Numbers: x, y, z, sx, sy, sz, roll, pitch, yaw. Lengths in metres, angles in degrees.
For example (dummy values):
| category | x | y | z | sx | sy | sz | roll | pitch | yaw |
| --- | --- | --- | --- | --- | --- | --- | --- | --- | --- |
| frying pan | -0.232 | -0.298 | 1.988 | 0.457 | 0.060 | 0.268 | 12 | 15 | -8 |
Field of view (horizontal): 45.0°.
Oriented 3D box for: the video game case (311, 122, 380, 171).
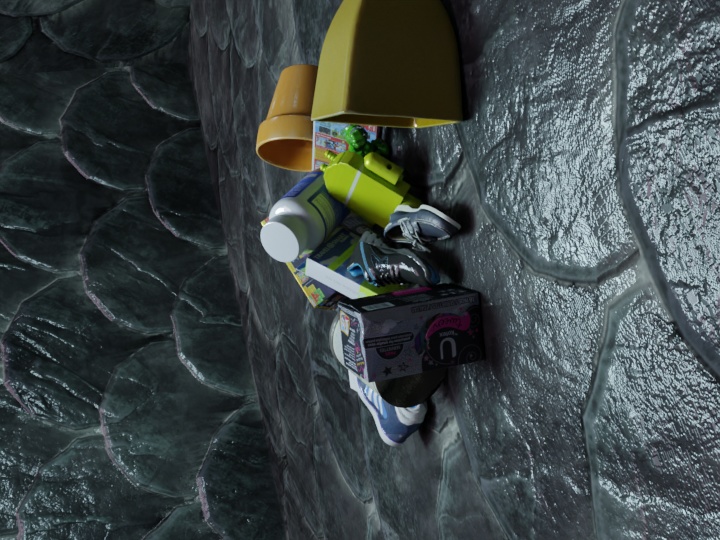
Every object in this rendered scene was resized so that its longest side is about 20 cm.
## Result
| category | x | y | z | sx | sy | sz | roll | pitch | yaw |
| --- | --- | --- | --- | --- | --- | --- | --- | --- | --- |
| video game case | -0.032 | -0.227 | 1.751 | 0.142 | 0.017 | 0.202 | 19 | 129 | 20 |

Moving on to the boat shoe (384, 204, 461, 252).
| category | x | y | z | sx | sy | sz | roll | pitch | yaw |
| --- | --- | --- | --- | --- | --- | --- | --- | --- | --- |
| boat shoe | 0.095 | -0.069 | 1.427 | 0.062 | 0.075 | 0.200 | -55 | 26 | -10 |

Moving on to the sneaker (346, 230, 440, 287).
| category | x | y | z | sx | sy | sz | roll | pitch | yaw |
| --- | --- | --- | --- | --- | --- | --- | --- | --- | --- |
| sneaker | 0.056 | 0.001 | 1.480 | 0.199 | 0.082 | 0.073 | 25 | 166 | 49 |

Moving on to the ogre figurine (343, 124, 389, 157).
| category | x | y | z | sx | sy | sz | roll | pitch | yaw |
| --- | --- | --- | --- | --- | --- | --- | --- | --- | --- |
| ogre figurine | 0.011 | -0.201 | 1.632 | 0.200 | 0.098 | 0.120 | 41 | -162 | -40 |

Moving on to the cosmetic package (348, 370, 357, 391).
| category | x | y | z | sx | sy | sz | roll | pitch | yaw |
| --- | --- | --- | --- | --- | --- | --- | --- | --- | --- |
| cosmetic package | 0.000 | 0.166 | 1.930 | 0.082 | 0.050 | 0.202 | -168 | 70 | -74 |

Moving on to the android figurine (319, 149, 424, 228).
| category | x | y | z | sx | sy | sz | roll | pitch | yaw |
| --- | --- | --- | --- | --- | --- | --- | --- | --- | --- |
| android figurine | 0.016 | -0.144 | 1.546 | 0.041 | 0.199 | 0.182 | -57 | -4 | -27 |

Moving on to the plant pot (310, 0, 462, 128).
| category | x | y | z | sx | sy | sz | roll | pitch | yaw |
| --- | --- | --- | --- | --- | --- | --- | --- | --- | --- |
| plant pot | 0.040 | -0.332 | 1.353 | 0.194 | 0.193 | 0.202 | -162 | 73 | -71 |

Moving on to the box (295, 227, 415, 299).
| category | x | y | z | sx | sy | sz | roll | pitch | yaw |
| --- | --- | --- | --- | --- | --- | --- | --- | --- | --- |
| box | -0.005 | -0.004 | 1.593 | 0.199 | 0.122 | 0.048 | 27 | 133 | 21 |

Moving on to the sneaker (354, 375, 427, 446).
| category | x | y | z | sx | sy | sz | roll | pitch | yaw |
| --- | --- | --- | --- | --- | --- | --- | --- | --- | --- |
| sneaker | 0.067 | 0.223 | 1.686 | 0.147 | 0.080 | 0.201 | -59 | 43 | 38 |

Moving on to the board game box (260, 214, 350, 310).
| category | x | y | z | sx | sy | sz | roll | pitch | yaw |
| --- | --- | --- | --- | --- | --- | --- | --- | --- | --- |
| board game box | -0.103 | -0.020 | 1.731 | 0.201 | 0.056 | 0.165 | 57 | -174 | 9 |

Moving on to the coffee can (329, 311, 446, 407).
| category | x | y | z | sx | sy | sz | roll | pitch | yaw |
| --- | --- | --- | --- | --- | --- | --- | --- | --- | --- |
| coffee can | 0.046 | 0.144 | 1.578 | 0.200 | 0.145 | 0.148 | -150 | 54 | -62 |

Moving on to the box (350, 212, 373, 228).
| category | x | y | z | sx | sy | sz | roll | pitch | yaw |
| --- | --- | --- | --- | --- | --- | --- | --- | --- | --- |
| box | -0.018 | -0.043 | 1.887 | 0.201 | 0.050 | 0.076 | 101 | 153 | -44 |

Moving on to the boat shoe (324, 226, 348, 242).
| category | x | y | z | sx | sy | sz | roll | pitch | yaw |
| --- | --- | --- | --- | --- | --- | --- | --- | --- | --- |
| boat shoe | 0.000 | -0.002 | 1.687 | 0.201 | 0.063 | 0.073 | 47 | 138 | 14 |

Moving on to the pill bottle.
| category | x | y | z | sx | sy | sz | roll | pitch | yaw |
| --- | --- | --- | --- | --- | --- | --- | --- | --- | --- |
| pill bottle | -0.100 | -0.100 | 1.609 | 0.111 | 0.200 | 0.113 | 16 | 128 | 21 |

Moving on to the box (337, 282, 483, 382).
| category | x | y | z | sx | sy | sz | roll | pitch | yaw |
| --- | --- | --- | --- | --- | --- | --- | --- | --- | --- |
| box | 0.079 | 0.098 | 1.389 | 0.132 | 0.198 | 0.116 | -161 | 62 | -71 |

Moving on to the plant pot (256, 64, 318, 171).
| category | x | y | z | sx | sy | sz | roll | pitch | yaw |
| --- | --- | --- | --- | --- | --- | --- | --- | --- | --- |
| plant pot | -0.118 | -0.334 | 1.883 | 0.200 | 0.198 | 0.185 | 142 | 134 | -70 |

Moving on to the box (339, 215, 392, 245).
| category | x | y | z | sx | sy | sz | roll | pitch | yaw |
| --- | --- | --- | --- | --- | --- | --- | --- | --- | --- |
| box | -0.020 | -0.027 | 1.790 | 0.199 | 0.049 | 0.163 | 33 | 131 | 36 |
